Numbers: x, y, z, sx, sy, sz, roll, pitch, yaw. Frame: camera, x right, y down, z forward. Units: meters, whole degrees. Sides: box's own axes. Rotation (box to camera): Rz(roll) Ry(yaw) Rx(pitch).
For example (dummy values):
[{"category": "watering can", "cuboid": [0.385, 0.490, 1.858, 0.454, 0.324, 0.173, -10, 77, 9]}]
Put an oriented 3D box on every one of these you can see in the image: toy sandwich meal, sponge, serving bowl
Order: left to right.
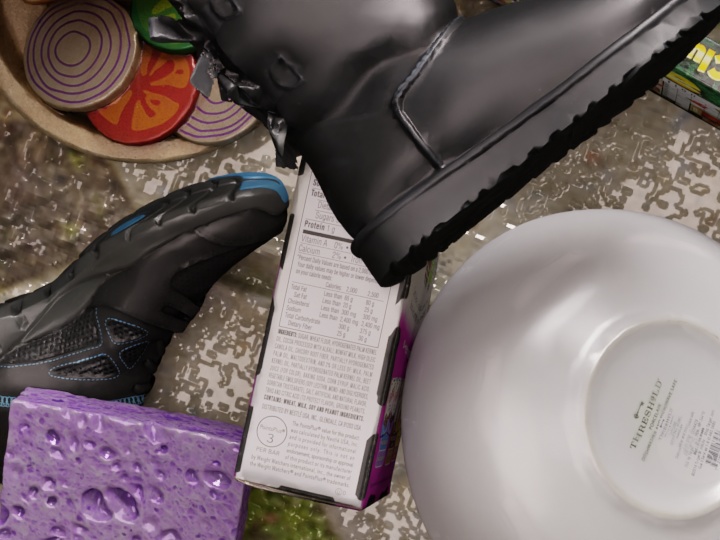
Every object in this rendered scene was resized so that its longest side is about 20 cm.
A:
[{"category": "sponge", "cuboid": [-0.116, 0.159, 1.069, 0.111, 0.030, 0.201, 11, 104, 4]}, {"category": "toy sandwich meal", "cuboid": [-0.104, -0.151, 1.090, 0.204, 0.070, 0.206, 0, 87, 7]}, {"category": "serving bowl", "cuboid": [0.121, 0.067, 1.014, 0.199, 0.066, 0.201, 3, 80, -21]}]

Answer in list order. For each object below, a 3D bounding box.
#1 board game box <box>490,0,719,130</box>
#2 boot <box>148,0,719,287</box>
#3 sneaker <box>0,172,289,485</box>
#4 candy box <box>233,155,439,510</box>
[{"category": "board game box", "cuboid": [0.124, -0.101, 1.044, 0.200, 0.105, 0.024, 30, 87, 8]}, {"category": "boot", "cuboid": [0.028, -0.108, 0.940, 0.198, 0.073, 0.163, -37, 81, 3]}, {"category": "sneaker", "cuboid": [-0.110, 0.024, 1.091, 0.200, 0.073, 0.082, -31, 97, 12]}, {"category": "candy box", "cuboid": [0.000, 0.000, 1.038, 0.061, 0.136, 0.201, 13, 88, 6]}]
